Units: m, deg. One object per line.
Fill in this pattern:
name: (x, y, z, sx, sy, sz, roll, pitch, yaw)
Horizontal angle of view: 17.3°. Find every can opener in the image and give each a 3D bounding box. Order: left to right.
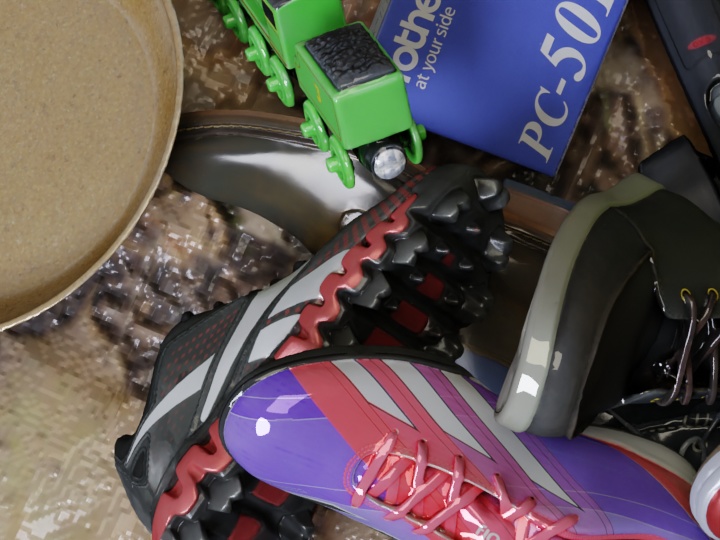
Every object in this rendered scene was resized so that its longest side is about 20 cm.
can opener: (0.145, -0.084, 0.998, 0.078, 0.063, 0.200, -15, 76, 0)

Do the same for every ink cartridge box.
ink cartridge box: (0.073, -0.148, 0.975, 0.094, 0.044, 0.200, 19, 106, -7)

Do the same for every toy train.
toy train: (-0.025, -0.100, 0.964, 0.042, 0.056, 0.200, -21, 37, -10)

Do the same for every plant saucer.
plant saucer: (-0.159, -0.062, 1.001, 0.200, 0.035, 0.201, -6, 71, 19)

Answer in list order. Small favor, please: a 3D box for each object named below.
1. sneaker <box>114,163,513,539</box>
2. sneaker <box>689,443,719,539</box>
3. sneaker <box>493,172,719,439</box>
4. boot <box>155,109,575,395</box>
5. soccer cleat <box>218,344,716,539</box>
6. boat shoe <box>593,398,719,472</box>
sneaker: (-0.025, 0.030, 0.927, 0.201, 0.071, 0.098, -51, 44, 0)
sneaker: (0.226, 0.100, 0.854, 0.200, 0.071, 0.113, -4, 44, -14)
sneaker: (0.122, 0.021, 0.869, 0.106, 0.200, 0.075, 23, 115, 13)
boot: (0.000, 0.000, 0.978, 0.200, 0.075, 0.097, 16, 74, 5)
soccer cleat: (0.045, 0.083, 0.861, 0.200, 0.068, 0.073, 18, 31, -21)
boat shoe: (0.141, 0.081, 0.946, 0.200, 0.062, 0.075, -9, 119, -2)
